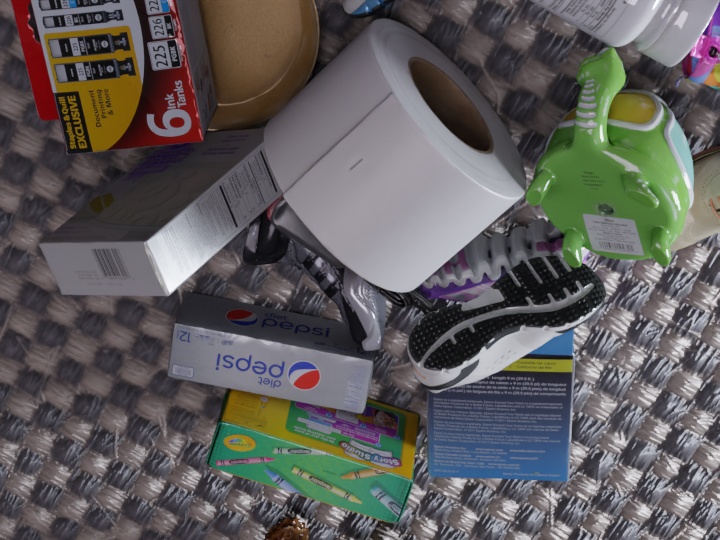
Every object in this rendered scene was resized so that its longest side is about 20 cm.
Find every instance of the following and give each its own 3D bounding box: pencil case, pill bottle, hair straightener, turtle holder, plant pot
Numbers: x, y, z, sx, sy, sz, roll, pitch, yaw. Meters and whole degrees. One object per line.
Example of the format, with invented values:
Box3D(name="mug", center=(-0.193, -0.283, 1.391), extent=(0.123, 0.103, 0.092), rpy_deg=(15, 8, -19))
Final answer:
Box3D(name="pencil case", center=(0.377, -0.175, 1.629), extent=(0.198, 0.089, 0.089), rpy_deg=(17, 118, -5))
Box3D(name="pill bottle", center=(0.203, -0.263, 1.585), extent=(0.199, 0.114, 0.114), rpy_deg=(28, 117, -9))
Box3D(name="hair straightener", center=(0.000, 0.000, 1.686), extent=(0.200, 0.077, 0.041), rpy_deg=(40, 93, -11))
Box3D(name="turtle holder", center=(0.219, -0.100, 1.644), extent=(0.185, 0.132, 0.140), rpy_deg=(42, 145, -23))
Box3D(name="plant pot", center=(-0.134, -0.224, 1.689), extent=(0.198, 0.028, 0.202), rpy_deg=(3, 117, 5))

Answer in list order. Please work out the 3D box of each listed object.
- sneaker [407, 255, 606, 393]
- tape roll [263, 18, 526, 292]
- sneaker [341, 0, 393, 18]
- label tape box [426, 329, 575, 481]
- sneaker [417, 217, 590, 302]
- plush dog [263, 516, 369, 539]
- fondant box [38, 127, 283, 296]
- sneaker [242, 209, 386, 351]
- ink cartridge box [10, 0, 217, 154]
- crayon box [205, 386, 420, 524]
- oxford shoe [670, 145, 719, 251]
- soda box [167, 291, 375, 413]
Box3D(name="sneaker", center=(0.131, 0.050, 1.698), extent=(0.198, 0.074, 0.080), rpy_deg=(-21, 154, -11))
Box3D(name="tape roll", center=(0.032, -0.102, 1.638), extent=(0.139, 0.203, 0.203), rpy_deg=(-40, 107, 22))
Box3D(name="sneaker", center=(0.041, -0.308, 1.612), extent=(0.087, 0.075, 0.200), rpy_deg=(42, 112, -1))
Box3D(name="label tape box", center=(0.136, 0.109, 1.805), extent=(0.142, 0.066, 0.202), rpy_deg=(2, 123, 6))
Box3D(name="sneaker", center=(0.128, 0.010, 1.761), extent=(0.198, 0.081, 0.089), rpy_deg=(-8, 124, 9))
Box3D(name="plush dog", center=(-0.053, 0.355, 1.944), extent=(0.170, 0.160, 0.202), rpy_deg=(24, 90, 9))
Box3D(name="fondant box", center=(-0.170, -0.054, 1.661), extent=(0.143, 0.200, 0.059), rpy_deg=(0, 121, 41))
Box3D(name="sneaker", center=(-0.047, -0.009, 1.769), extent=(0.113, 0.076, 0.202), rpy_deg=(-13, 110, 13))
Box3D(name="ink cartridge box", center=(-0.232, -0.212, 1.644), extent=(0.174, 0.084, 0.202), rpy_deg=(-5, 118, 9))
Box3D(name="crayon box", center=(-0.044, 0.168, 1.834), extent=(0.198, 0.119, 0.059), rpy_deg=(18, 118, -3))
Box3D(name="oxford shoe", center=(0.338, -0.075, 1.692), extent=(0.199, 0.074, 0.071), rpy_deg=(-38, 108, 22))
Box3D(name="soda box", center=(-0.085, 0.080, 1.821), extent=(0.198, 0.068, 0.064), rpy_deg=(11, 117, 0))
